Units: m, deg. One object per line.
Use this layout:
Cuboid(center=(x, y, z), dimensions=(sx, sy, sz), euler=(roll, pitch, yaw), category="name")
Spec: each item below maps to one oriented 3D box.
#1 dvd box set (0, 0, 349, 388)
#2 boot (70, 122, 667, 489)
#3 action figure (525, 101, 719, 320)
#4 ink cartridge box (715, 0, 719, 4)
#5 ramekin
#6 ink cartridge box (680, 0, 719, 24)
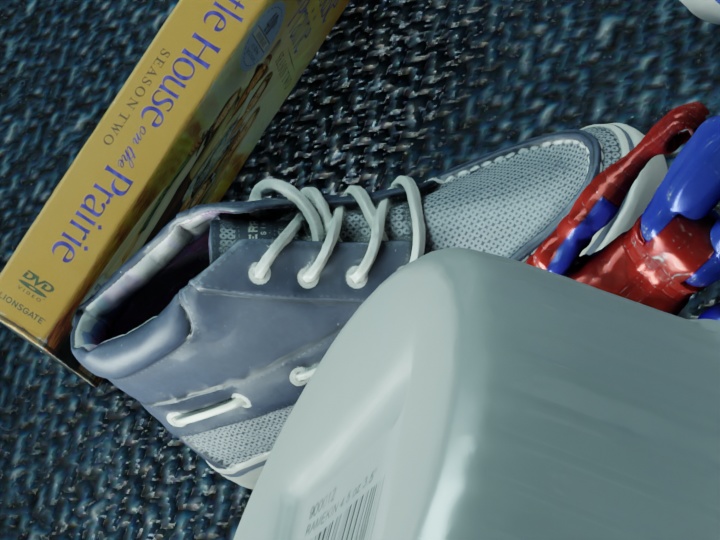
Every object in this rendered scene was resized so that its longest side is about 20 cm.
Cuboid(center=(-0.061, -0.054, 1.086), dimensions=(0.200, 0.029, 0.146), euler=(-57, -6, -6), category="dvd box set")
Cuboid(center=(0.000, 0.000, 0.982), dimensions=(0.200, 0.090, 0.073), euler=(-35, 38, 25), category="boot")
Cuboid(center=(0.104, -0.015, 0.886), dimensions=(0.200, 0.065, 0.052), euler=(-44, 2, 40), category="action figure")
Cuboid(center=(0.165, -0.086, 0.761), dimensions=(0.120, 0.200, 0.042), euler=(-52, 17, 2), category="ink cartridge box")
Cuboid(center=(0.029, 0.092, 0.800), dimensions=(0.201, 0.097, 0.201), euler=(-59, 16, 29), category="ramekin")
Cuboid(center=(0.152, -0.128, 0.889), dimensions=(0.200, 0.116, 0.068), euler=(6, 64, 51), category="ink cartridge box")
